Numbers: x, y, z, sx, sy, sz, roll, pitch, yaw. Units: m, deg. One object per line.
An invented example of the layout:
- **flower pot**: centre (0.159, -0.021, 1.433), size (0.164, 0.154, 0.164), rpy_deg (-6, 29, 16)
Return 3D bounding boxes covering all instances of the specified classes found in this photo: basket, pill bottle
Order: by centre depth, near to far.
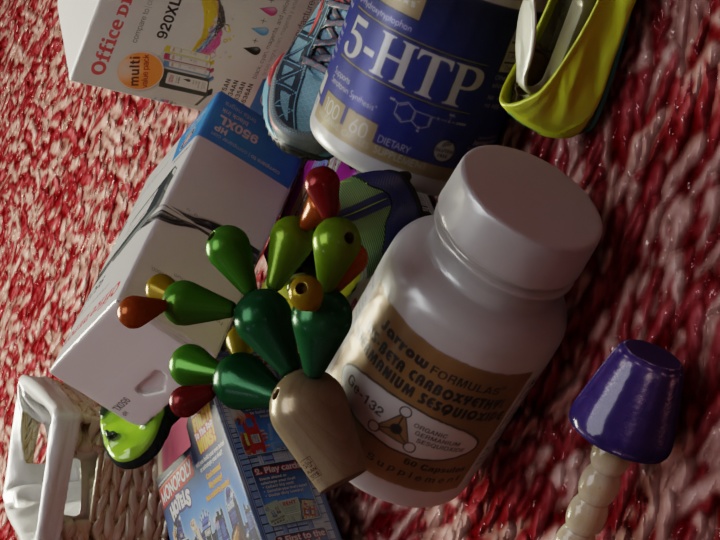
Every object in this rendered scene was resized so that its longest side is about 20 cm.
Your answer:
- **pill bottle**: centre (0.055, 0.032, 0.981), size (0.201, 0.114, 0.115), rpy_deg (-61, 30, 34)
- **pill bottle**: centre (0.053, -0.160, 1.060), size (0.201, 0.119, 0.120), rpy_deg (-70, 26, 21)
- **basket**: centre (-0.248, 0.180, 1.551), size (0.200, 0.122, 0.137), rpy_deg (-162, 80, -68)

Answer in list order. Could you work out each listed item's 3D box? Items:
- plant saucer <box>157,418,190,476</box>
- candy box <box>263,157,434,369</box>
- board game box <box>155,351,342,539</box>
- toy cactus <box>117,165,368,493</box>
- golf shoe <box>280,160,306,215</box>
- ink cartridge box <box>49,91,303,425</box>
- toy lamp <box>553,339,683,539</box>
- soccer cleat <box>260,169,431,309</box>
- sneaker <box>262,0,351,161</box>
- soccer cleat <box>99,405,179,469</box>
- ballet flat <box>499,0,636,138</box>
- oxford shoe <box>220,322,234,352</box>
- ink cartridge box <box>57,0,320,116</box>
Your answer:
- **plant saucer**: centre (-0.119, 0.134, 1.396), size (0.200, 0.050, 0.202), rpy_deg (142, 134, -56)
- **candy box**: centre (0.000, 0.000, 1.179), size (0.137, 0.061, 0.201), rpy_deg (-63, 28, 30)
- **board game box**: centre (-0.085, 0.169, 1.235), size (0.200, 0.061, 0.201), rpy_deg (-43, 57, 58)
- **toy cactus**: centre (-0.049, 0.046, 0.960), size (0.200, 0.102, 0.166), rpy_deg (-36, 75, 36)
- **golf shoe**: centre (-0.035, -0.139, 1.305), size (0.201, 0.075, 0.092), rpy_deg (-60, 27, 33)
- **ink cartridge box**: centre (-0.131, -0.007, 1.232), size (0.145, 0.084, 0.201), rpy_deg (-41, 22, 51)
- **toy lamp**: centre (0.114, 0.131, 0.879), size (0.201, 0.058, 0.058), rpy_deg (-70, 26, 18)
- **soccer cleat**: centre (-0.032, -0.001, 1.061), size (0.065, 0.083, 0.200), rpy_deg (62, 143, 13)
- **sneaker**: centre (-0.011, -0.171, 1.164), size (0.096, 0.079, 0.201), rpy_deg (100, -167, -64)
- **soccer cleat**: centre (-0.162, 0.099, 1.337), size (0.067, 0.081, 0.200), rpy_deg (-26, 29, 10)
- **ballet flat**: centre (0.131, -0.171, 0.959), size (0.201, 0.067, 0.067), rpy_deg (-70, 26, 18)
- **oxford shoe**: centre (-0.095, 0.061, 1.302), size (0.075, 0.058, 0.200), rpy_deg (-50, 48, -4)
- **ink cartridge box**: centre (-0.135, -0.232, 1.403), size (0.148, 0.199, 0.145), rpy_deg (-62, 29, 34)
